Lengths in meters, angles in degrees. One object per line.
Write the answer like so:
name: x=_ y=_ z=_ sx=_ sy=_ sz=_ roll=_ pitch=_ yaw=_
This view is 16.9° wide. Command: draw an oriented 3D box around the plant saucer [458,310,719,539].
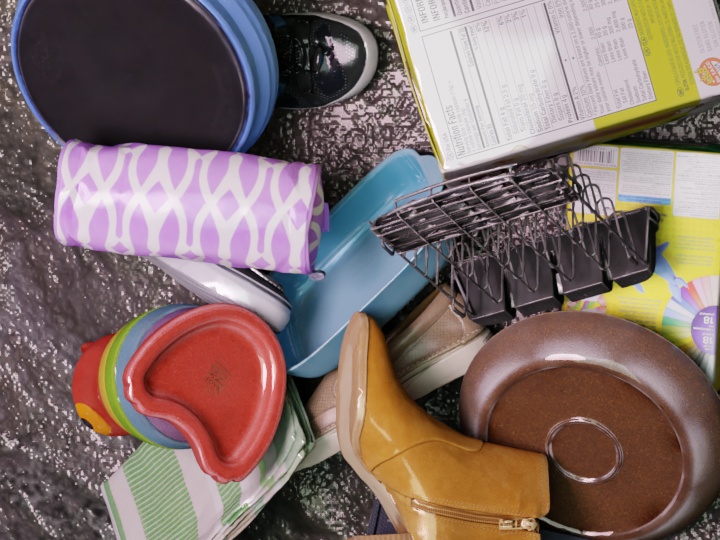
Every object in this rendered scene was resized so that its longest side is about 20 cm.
plant saucer: x=0.162 y=0.121 z=1.717 sx=0.200 sy=0.032 sz=0.201 roll=10 pitch=123 yaw=16

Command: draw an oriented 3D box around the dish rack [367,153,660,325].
dish rack: x=0.101 y=-0.027 z=1.617 sx=0.153 sy=0.200 sz=0.055 roll=-18 pitch=61 yaw=22

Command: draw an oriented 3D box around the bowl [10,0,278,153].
bowl: x=-0.157 y=-0.147 z=1.728 sx=0.200 sy=0.039 sz=0.201 roll=11 pitch=128 yaw=14

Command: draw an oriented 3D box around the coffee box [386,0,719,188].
coffee box: x=0.118 y=-0.178 z=1.596 sx=0.197 sy=0.200 sz=0.201 roll=-17 pitch=88 yaw=2

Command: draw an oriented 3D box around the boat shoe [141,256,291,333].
boat shoe: x=-0.120 y=-0.027 z=1.783 sx=0.200 sy=0.072 sz=0.071 roll=34 pitch=81 yaw=26

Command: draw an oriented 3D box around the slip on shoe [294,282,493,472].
slip on shoe: x=0.002 y=0.081 z=1.775 sx=0.200 sy=0.076 sz=0.061 roll=-30 pitch=100 yaw=16

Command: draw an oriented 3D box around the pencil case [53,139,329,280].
pencil case: x=-0.118 y=-0.047 z=1.714 sx=0.199 sy=0.086 sz=0.084 roll=8 pitch=102 yaw=3

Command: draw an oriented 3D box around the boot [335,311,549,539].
boot: x=0.060 y=0.127 z=1.699 sx=0.144 sy=0.071 sz=0.202 roll=-2 pitch=87 yaw=-12

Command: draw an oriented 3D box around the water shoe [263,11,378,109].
water shoe: x=-0.088 y=-0.151 z=1.769 sx=0.199 sy=0.079 sz=0.072 roll=1 pitch=99 yaw=18

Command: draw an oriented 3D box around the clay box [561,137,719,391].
clay box: x=0.203 y=0.009 z=1.716 sx=0.115 sy=0.048 sz=0.201 roll=6 pitch=102 yaw=18

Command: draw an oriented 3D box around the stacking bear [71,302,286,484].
stacking bear: x=-0.147 y=0.082 z=1.779 sx=0.121 sy=0.200 sz=0.114 roll=45 pitch=67 yaw=-21

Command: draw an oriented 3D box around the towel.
towel: x=-0.117 y=0.146 z=1.805 sx=0.200 sy=0.023 sz=0.153 roll=-49 pitch=39 yaw=21

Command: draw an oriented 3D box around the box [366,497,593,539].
box: x=0.092 y=0.259 z=1.724 sx=0.199 sy=0.051 sz=0.158 roll=12 pitch=71 yaw=-1

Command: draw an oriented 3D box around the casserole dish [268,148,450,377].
casserole dish: x=0.000 y=0.000 z=1.756 sx=0.039 sy=0.121 sz=0.200 roll=33 pitch=113 yaw=-32
